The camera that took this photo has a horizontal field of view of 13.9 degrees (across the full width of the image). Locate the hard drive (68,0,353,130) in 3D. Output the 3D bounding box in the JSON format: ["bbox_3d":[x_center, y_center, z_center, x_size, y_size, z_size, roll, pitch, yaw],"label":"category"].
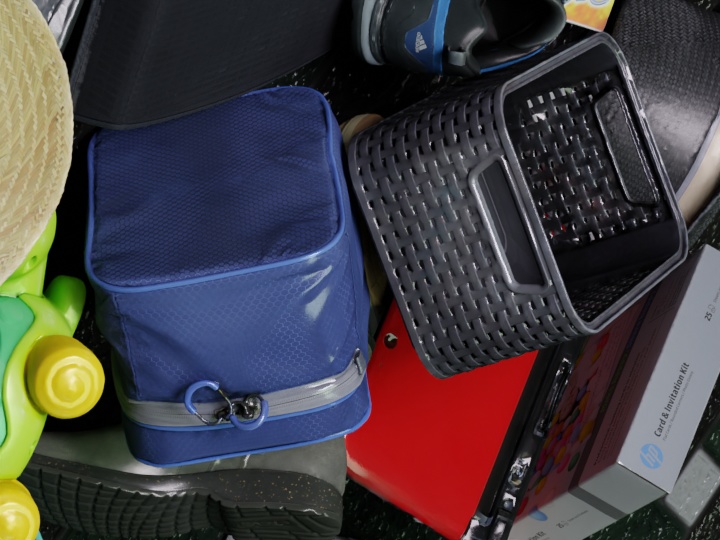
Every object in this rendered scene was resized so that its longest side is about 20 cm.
[{"bbox_3d":[-0.059,-0.145,1.508,0.200,0.042,0.135,-26,149,-44],"label":"hard drive"}]

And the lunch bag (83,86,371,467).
[{"bbox_3d":[-0.064,0.013,1.505,0.136,0.200,0.132,-8,124,3],"label":"lunch bag"}]

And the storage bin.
[{"bbox_3d":[0.087,-0.037,1.563,0.200,0.094,0.135,-32,103,-64],"label":"storage bin"}]

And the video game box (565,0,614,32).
[{"bbox_3d":[0.094,-0.241,1.655,0.200,0.047,0.182,11,104,-47],"label":"video game box"}]

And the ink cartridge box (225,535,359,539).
[{"bbox_3d":[0.016,0.210,1.748,0.200,0.116,0.068,16,100,-47],"label":"ink cartridge box"}]

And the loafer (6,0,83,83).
[{"bbox_3d":[-0.150,-0.189,1.423,0.072,0.073,0.200,21,75,-6],"label":"loafer"}]

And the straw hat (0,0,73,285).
[{"bbox_3d":[-0.241,-0.073,1.378,0.201,0.085,0.201,-7,103,-29],"label":"straw hat"}]

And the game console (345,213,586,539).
[{"bbox_3d":[0.056,0.062,1.706,0.172,0.119,0.200,120,-6,-72],"label":"game console"}]

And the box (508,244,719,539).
[{"bbox_3d":[0.147,0.086,1.743,0.041,0.200,0.156,31,62,-10],"label":"box"}]

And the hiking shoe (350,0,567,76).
[{"bbox_3d":[0.085,-0.145,1.592,0.200,0.087,0.074,-30,133,-40],"label":"hiking shoe"}]

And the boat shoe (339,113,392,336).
[{"bbox_3d":[0.000,0.000,1.665,0.073,0.063,0.200,-46,137,-43],"label":"boat shoe"}]

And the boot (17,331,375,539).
[{"bbox_3d":[-0.096,0.075,1.586,0.068,0.200,0.131,95,1,-61],"label":"boot"}]

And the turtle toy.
[{"bbox_3d":[-0.197,0.042,1.455,0.101,0.146,0.200,23,92,-26],"label":"turtle toy"}]

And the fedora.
[{"bbox_3d":[0.168,-0.095,1.744,0.092,0.201,0.201,26,91,-15],"label":"fedora"}]

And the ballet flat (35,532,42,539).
[{"bbox_3d":[-0.180,0.184,1.584,0.071,0.069,0.200,-33,136,-6],"label":"ballet flat"}]
